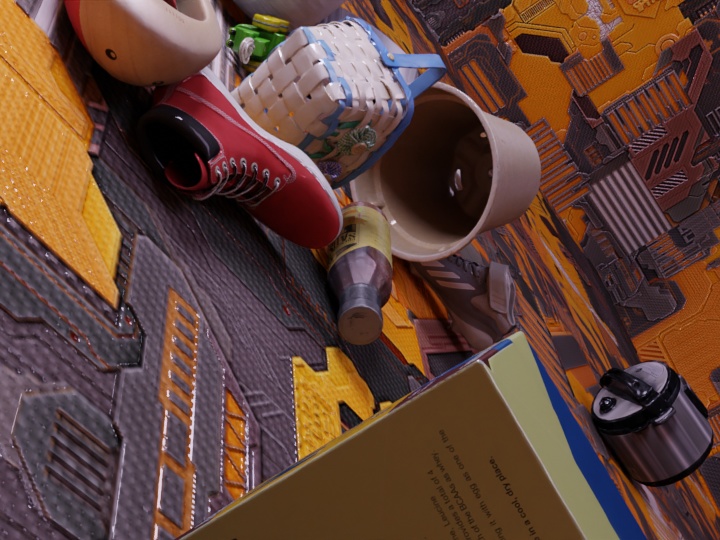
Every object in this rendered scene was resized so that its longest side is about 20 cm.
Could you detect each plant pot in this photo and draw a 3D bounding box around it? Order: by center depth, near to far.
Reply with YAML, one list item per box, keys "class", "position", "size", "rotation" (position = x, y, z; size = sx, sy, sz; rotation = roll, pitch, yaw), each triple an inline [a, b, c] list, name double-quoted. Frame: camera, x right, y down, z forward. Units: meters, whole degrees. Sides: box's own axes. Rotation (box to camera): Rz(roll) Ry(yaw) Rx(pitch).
- class: "plant pot"
  position: [0.119, -0.116, 1.245]
  size: [0.183, 0.200, 0.202]
  rotation: [-6, 63, -54]

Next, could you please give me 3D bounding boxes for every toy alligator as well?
- class: "toy alligator"
  position: [-0.120, -0.247, 1.129]
  size: [0.054, 0.060, 0.200]
  rotation: [17, 15, 6]

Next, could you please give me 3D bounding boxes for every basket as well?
- class: "basket"
  position: [-0.025, -0.158, 1.035]
  size: [0.199, 0.176, 0.140]
  rotation: [-17, 73, -54]

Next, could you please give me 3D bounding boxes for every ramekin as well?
- class: "ramekin"
  position: [-0.070, -0.367, 1.225]
  size: [0.105, 0.199, 0.201]
  rotation: [47, 19, -29]

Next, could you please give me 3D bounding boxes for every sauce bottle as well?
- class: "sauce bottle"
  position: [0.000, 0.000, 0.992]
  size: [0.066, 0.066, 0.200]
  rotation: [51, 15, -21]

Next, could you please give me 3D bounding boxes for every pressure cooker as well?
- class: "pressure cooker"
  position: [0.508, 0.258, 1.854]
  size: [0.201, 0.175, 0.179]
  rotation: [52, 40, -14]

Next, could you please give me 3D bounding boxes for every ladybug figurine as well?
- class: "ladybug figurine"
  position: [-0.177, -0.207, 0.811]
  size: [0.135, 0.072, 0.201]
  rotation: [29, 25, -34]

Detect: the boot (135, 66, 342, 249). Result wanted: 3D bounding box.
- class: "boot"
  position: [-0.094, -0.066, 0.833]
  size: [0.200, 0.072, 0.145]
  rotation: [43, 20, -21]

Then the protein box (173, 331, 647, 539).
- class: "protein box"
  position: [0.040, 0.171, 0.535]
  size: [0.200, 0.199, 0.135]
  rotation: [59, 16, 7]

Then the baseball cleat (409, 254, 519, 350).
- class: "baseball cleat"
  position: [0.124, -0.002, 1.298]
  size: [0.201, 0.106, 0.070]
  rotation: [54, 21, -6]

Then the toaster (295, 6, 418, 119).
- class: "toaster"
  position: [-0.019, -0.240, 1.281]
  size: [0.199, 0.114, 0.130]
  rotation: [34, 25, -18]

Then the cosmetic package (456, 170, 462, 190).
- class: "cosmetic package"
  position: [0.081, -0.134, 1.432]
  size: [0.200, 0.103, 0.088]
  rotation: [42, 22, -47]
